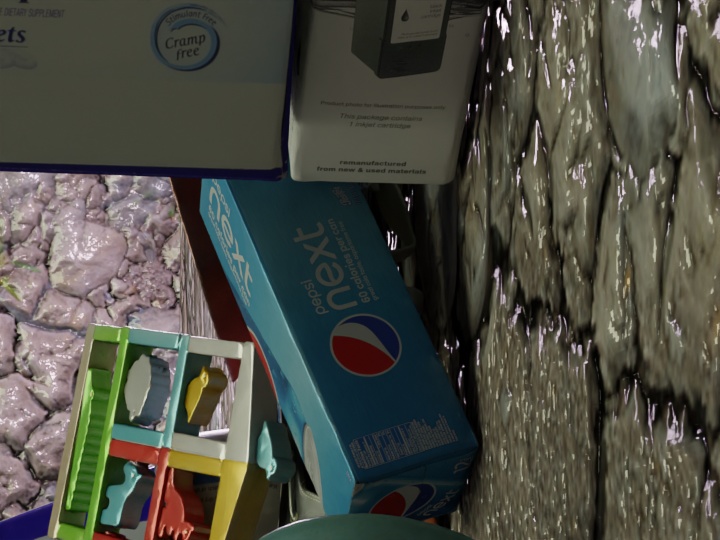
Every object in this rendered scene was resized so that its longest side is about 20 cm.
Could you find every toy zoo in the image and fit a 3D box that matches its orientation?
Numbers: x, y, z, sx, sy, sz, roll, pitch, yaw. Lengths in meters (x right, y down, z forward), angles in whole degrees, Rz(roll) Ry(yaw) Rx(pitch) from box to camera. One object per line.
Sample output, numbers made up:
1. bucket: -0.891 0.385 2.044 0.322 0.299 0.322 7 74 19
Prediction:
1. toy zoo: -0.105 0.101 1.304 0.199 0.020 0.132 5 83 51

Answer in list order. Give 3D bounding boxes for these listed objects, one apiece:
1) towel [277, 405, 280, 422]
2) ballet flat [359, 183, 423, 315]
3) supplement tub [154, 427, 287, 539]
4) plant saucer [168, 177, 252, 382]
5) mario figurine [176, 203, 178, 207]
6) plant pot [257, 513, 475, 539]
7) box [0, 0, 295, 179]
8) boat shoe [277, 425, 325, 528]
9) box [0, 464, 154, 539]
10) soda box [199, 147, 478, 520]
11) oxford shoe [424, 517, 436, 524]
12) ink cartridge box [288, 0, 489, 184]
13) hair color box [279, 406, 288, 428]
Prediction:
1. towel: -0.042 0.086 1.553 0.112 0.048 0.202 111 158 -70
2. ballet flat: 0.000 0.000 1.203 0.074 0.074 0.201 106 160 -61
3. supplement tub: -0.056 0.200 1.339 0.132 0.131 0.202 117 154 -72
4. plant saucer: -0.094 -0.058 1.339 0.200 0.036 0.201 85 168 -70
5. mario figurine: -0.077 -0.099 1.637 0.124 0.105 0.201 -97 10 -54
6. plant pot: -0.002 0.198 0.807 0.189 0.199 0.201 -75 -4 -45
7. box: -0.128 -0.125 1.052 0.200 0.182 0.106 -107 20 -67
8. boat shoe: -0.011 0.145 1.237 0.068 0.071 0.201 113 158 -54
9. box: -0.128 0.234 1.452 0.105 0.183 0.201 89 160 -75
10. soda box: -0.014 0.024 1.101 0.068 0.064 0.201 102 149 -57
11. oxford shoe: 0.000 0.176 1.141 0.071 0.072 0.202 -155 67 -82
12. ink cartridge box: 0.012 -0.161 1.070 0.201 0.083 0.146 100 168 -46
13. hair color box: -0.026 -0.020 1.356 0.111 0.063 0.201 86 180 -52
